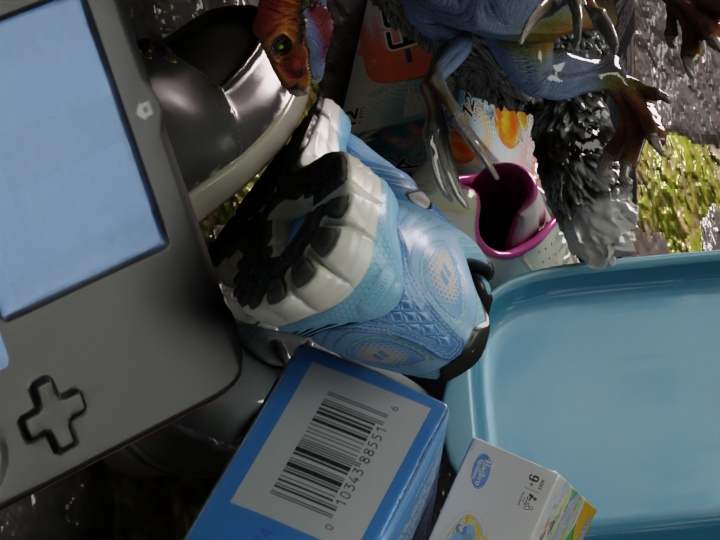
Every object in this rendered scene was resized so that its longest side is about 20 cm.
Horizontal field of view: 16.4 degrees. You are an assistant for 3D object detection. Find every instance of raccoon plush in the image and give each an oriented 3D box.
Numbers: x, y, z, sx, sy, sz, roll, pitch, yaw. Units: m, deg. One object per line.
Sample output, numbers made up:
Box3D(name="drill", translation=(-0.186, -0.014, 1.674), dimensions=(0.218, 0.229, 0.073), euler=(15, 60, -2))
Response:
Box3D(name="raccoon plush", translation=(0.031, -0.097, 0.992), dimensions=(0.134, 0.097, 0.200), euler=(-5, 59, -15))

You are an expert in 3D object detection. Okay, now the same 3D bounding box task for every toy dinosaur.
Box3D(name="toy dinosaur", translation=(0.040, -0.094, 0.890), dimensions=(0.181, 0.105, 0.200), euler=(24, 30, -27))

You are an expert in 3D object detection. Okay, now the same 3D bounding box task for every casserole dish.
Box3D(name="casserole dish", translation=(0.126, 0.055, 1.020), dimensions=(0.039, 0.200, 0.121), euler=(163, -78, -78))

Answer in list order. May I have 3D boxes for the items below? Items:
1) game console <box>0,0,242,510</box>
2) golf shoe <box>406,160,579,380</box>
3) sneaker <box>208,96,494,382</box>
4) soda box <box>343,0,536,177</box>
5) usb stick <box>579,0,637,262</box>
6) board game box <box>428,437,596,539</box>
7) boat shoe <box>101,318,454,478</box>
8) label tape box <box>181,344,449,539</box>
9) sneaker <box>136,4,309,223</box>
Box3D(name="game console", translation=(-0.134, -0.023, 0.781), dimensions=(0.177, 0.031, 0.200), euler=(-25, 104, -31))
Box3D(name="golf shoe", translation=(0.069, 0.003, 1.067), dimensions=(0.200, 0.092, 0.075), euler=(9, 31, -51))
Box3D(name="sneaker", translation=(0.000, 0.000, 0.897), dimensions=(0.090, 0.078, 0.200), euler=(35, 9, -13))
Box3D(name="soda box", translation=(0.048, -0.124, 1.123), dimensions=(0.068, 0.063, 0.200), euler=(45, 45, -41))
Box3D(name="usb stick", translation=(0.110, -0.077, 1.163), dimensions=(0.200, 0.033, 0.056), euler=(83, 26, -49))
Box3D(name="board game box", translation=(0.025, 0.165, 0.908), dimensions=(0.200, 0.034, 0.134), euler=(-66, 166, -5))
Box3D(name="boat shoe", translation=(-0.032, 0.047, 0.940), dimensions=(0.201, 0.071, 0.070), euler=(22, 63, -53))
Box3D(name="label tape box", translation=(-0.030, 0.146, 0.884), dimensions=(0.200, 0.063, 0.144), euler=(96, 19, -51))
Box3D(name="sneaker", translation=(-0.089, -0.069, 0.882), dimensions=(0.200, 0.075, 0.106), euler=(-53, 126, -48))
